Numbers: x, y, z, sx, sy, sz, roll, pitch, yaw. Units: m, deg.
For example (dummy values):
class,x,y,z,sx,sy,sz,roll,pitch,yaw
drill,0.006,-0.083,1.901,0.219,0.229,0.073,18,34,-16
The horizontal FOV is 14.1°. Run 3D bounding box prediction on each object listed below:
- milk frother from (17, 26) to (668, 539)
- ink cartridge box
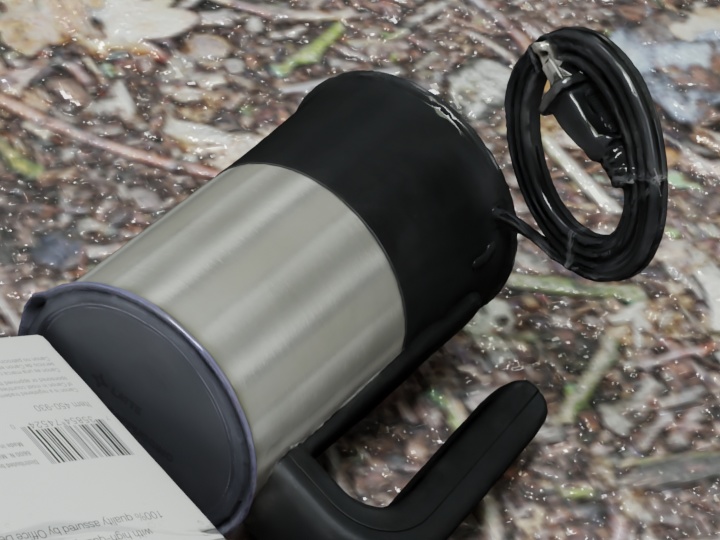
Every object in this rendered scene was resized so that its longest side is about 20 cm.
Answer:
class,x,y,z,sx,sy,sz,roll,pitch,yaw
milk frother,0.000,0.000,1.128,0.180,0.200,0.188,35,46,15
ink cartridge box,-0.121,0.119,1.019,0.147,0.083,0.200,-3,40,-51
